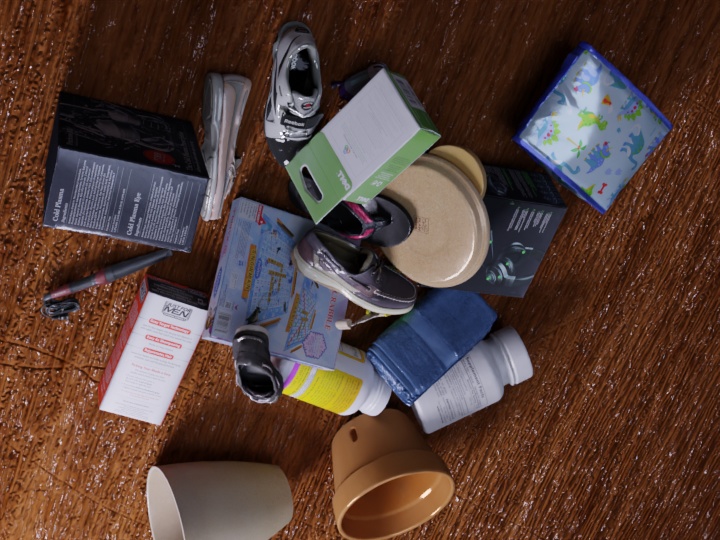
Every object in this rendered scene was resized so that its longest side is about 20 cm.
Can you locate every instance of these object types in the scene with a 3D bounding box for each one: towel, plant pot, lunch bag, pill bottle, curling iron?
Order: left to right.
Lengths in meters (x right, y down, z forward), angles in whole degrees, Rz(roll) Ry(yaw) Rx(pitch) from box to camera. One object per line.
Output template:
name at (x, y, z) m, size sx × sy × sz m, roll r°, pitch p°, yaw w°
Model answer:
curling iron at (-0.357, 0.013, 1.373) m, size 0.197 × 0.026 × 0.050 m, roll -28°, pitch 142°, yaw -8°
plant pot at (-0.212, 0.377, 1.524) m, size 0.196 × 0.187 × 0.191 m, roll -9°, pitch 119°, yaw -29°
pill bottle at (-0.050, 0.158, 1.494) m, size 0.197 × 0.105 × 0.105 m, roll 25°, pitch 107°, yaw -26°
plant pot at (0.037, 0.319, 1.560) m, size 0.196 × 0.142 × 0.202 m, roll -14°, pitch 140°, yaw -12°
towel at (0.110, 0.103, 1.504) m, size 0.199 × 0.049 × 0.112 m, roll -40°, pitch 82°, yaw -16°
pill bottle at (0.170, 0.169, 1.564) m, size 0.197 × 0.115 × 0.116 m, roll -24°, pitch 120°, yaw -5°
lunch bag at (0.325, -0.211, 1.416) m, size 0.199 × 0.128 × 0.171 m, roll 30°, pitch 101°, yaw -40°

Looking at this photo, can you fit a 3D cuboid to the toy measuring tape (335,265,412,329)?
toy measuring tape at (0.024, 0.034, 1.443) m, size 0.199 × 0.073 × 0.075 m, roll -17°, pitch 129°, yaw -54°

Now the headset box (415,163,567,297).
headset box at (0.189, -0.061, 1.449) m, size 0.196 × 0.094 × 0.176 m, roll 6°, pitch 127°, yaw -19°

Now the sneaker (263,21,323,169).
sneaker at (-0.088, -0.222, 1.307) m, size 0.072 × 0.089 × 0.204 m, roll -6°, pitch 119°, yaw -16°

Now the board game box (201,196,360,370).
board game box at (-0.110, 0.022, 1.391) m, size 0.196 × 0.041 × 0.204 m, roll 17°, pitch 78°, yaw -24°

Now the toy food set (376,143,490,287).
toy food set at (0.093, -0.073, 1.346) m, size 0.048 × 0.195 × 0.204 m, roll -36°, pitch 117°, yaw -48°

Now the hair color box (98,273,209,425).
hair color box at (-0.302, 0.117, 1.419) m, size 0.100 × 0.061 × 0.203 m, roll 19°, pitch 109°, yaw -25°

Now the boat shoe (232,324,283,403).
boat shoe at (-0.146, 0.147, 1.346) m, size 0.065 × 0.058 × 0.201 m, roll 2°, pitch 147°, yaw 4°

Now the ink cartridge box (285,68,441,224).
ink cartridge box at (0.001, -0.160, 1.299) m, size 0.199 × 0.105 × 0.059 m, roll -41°, pitch 156°, yaw 24°

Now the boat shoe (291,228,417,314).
boat shoe at (0.000, 0.000, 1.373) m, size 0.197 × 0.073 × 0.065 m, roll 25°, pitch 133°, yaw -16°

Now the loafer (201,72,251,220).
loafer at (-0.182, -0.164, 1.317) m, size 0.062 × 0.072 × 0.204 m, roll -3°, pitch 114°, yaw -24°

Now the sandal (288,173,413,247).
sandal at (-0.020, -0.078, 1.356) m, size 0.197 × 0.045 × 0.076 m, roll 20°, pitch 123°, yaw 18°

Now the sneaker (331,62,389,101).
sneaker at (0.025, -0.190, 1.380) m, size 0.086 × 0.075 × 0.203 m, roll -15°, pitch 114°, yaw 12°

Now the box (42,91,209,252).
box at (-0.297, -0.126, 1.220) m, size 0.178 × 0.201 × 0.106 m, roll 9°, pitch 115°, yaw -22°
